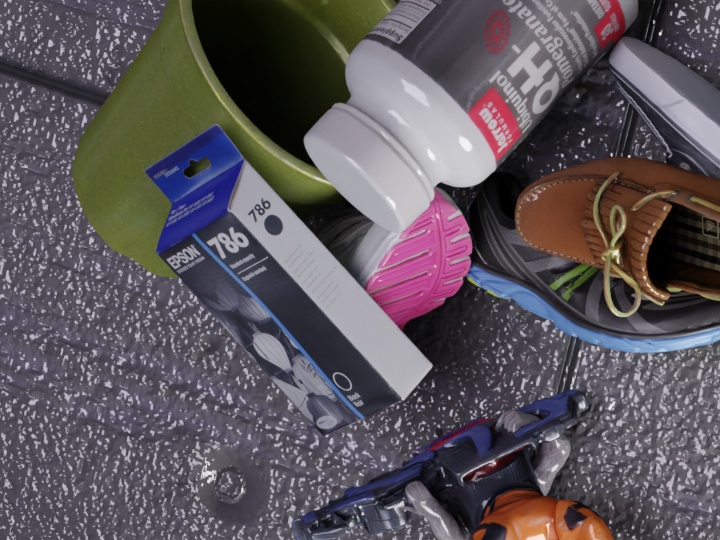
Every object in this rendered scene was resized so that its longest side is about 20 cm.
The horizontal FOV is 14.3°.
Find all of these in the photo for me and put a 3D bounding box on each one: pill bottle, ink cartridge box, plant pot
[{"bbox_3d":[0.062,-0.121,1.699,0.111,0.111,0.200,38,78,24],"label":"pill bottle"},{"bbox_3d":[-0.054,0.008,1.739,0.200,0.039,0.099,48,146,-8],"label":"ink cartridge box"},{"bbox_3d":[-0.084,-0.090,1.830,0.190,0.200,0.200,-39,72,39],"label":"plant pot"}]

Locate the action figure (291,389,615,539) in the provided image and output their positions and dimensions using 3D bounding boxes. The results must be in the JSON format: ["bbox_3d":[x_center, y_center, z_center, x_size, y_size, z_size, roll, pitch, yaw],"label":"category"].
[{"bbox_3d":[0.068,0.164,1.752,0.200,0.194,0.105,-21,122,-5],"label":"action figure"}]

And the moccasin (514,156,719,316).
[{"bbox_3d":[0.176,-0.016,1.654,0.201,0.078,0.074,17,123,30],"label":"moccasin"}]

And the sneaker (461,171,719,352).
[{"bbox_3d":[0.144,-0.005,1.745,0.199,0.071,0.083,25,111,31],"label":"sneaker"}]

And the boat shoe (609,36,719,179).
[{"bbox_3d":[0.212,-0.056,1.706,0.200,0.072,0.068,45,112,14],"label":"boat shoe"}]

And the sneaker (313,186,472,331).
[{"bbox_3d":[0.000,0.000,1.802,0.088,0.081,0.200,63,144,22],"label":"sneaker"}]
